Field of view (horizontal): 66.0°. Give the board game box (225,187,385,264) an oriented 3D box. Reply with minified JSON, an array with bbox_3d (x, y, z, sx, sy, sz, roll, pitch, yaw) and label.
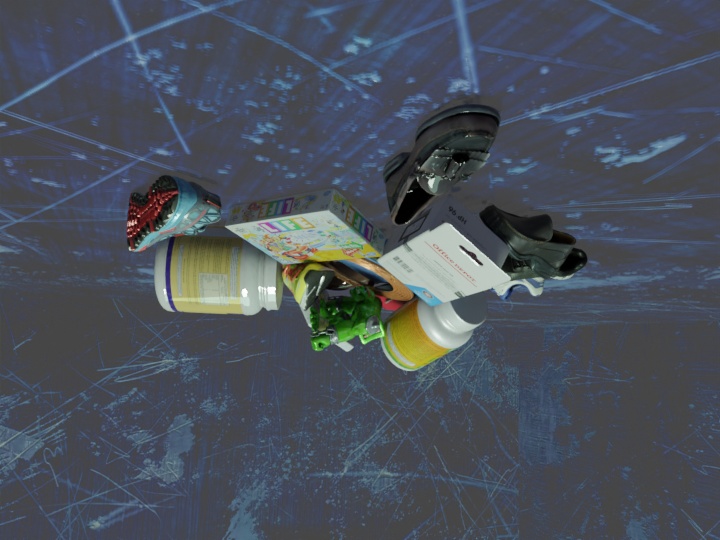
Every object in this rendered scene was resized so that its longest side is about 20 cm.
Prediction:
[{"bbox_3d":[-0.080,-0.057,0.799,0.196,0.035,0.134,-4,154,36],"label":"board game box"}]

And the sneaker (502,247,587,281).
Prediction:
[{"bbox_3d":[0.303,-0.019,0.962,0.194,0.068,0.091,0,169,-10],"label":"sneaker"}]

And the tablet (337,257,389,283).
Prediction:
[{"bbox_3d":[-0.014,-0.027,0.924,0.198,0.014,0.129,32,164,-28],"label":"tablet"}]

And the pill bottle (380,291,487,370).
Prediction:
[{"bbox_3d":[0.125,0.090,0.952,0.108,0.114,0.200,7,152,-28],"label":"pill bottle"}]

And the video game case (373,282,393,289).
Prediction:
[{"bbox_3d":[0.135,0.020,1.202,0.141,0.020,0.197,-11,180,44],"label":"video game case"}]

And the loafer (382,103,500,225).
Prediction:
[{"bbox_3d":[0.073,-0.092,0.534,0.070,0.065,0.200,5,171,-16],"label":"loafer"}]

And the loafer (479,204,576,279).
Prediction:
[{"bbox_3d":[0.238,-0.055,0.788,0.072,0.074,0.198,-45,140,22],"label":"loafer"}]

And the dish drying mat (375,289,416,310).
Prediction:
[{"bbox_3d":[0.123,0.060,1.037,0.195,0.019,0.077,5,153,27],"label":"dish drying mat"}]

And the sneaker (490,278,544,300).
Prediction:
[{"bbox_3d":[0.263,0.013,1.094,0.196,0.091,0.075,-2,173,34],"label":"sneaker"}]

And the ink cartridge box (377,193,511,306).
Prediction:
[{"bbox_3d":[0.118,-0.026,0.752,0.115,0.069,0.199,38,157,-11],"label":"ink cartridge box"}]

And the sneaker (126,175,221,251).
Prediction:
[{"bbox_3d":[-0.253,-0.066,0.752,0.094,0.082,0.197,7,171,-40],"label":"sneaker"}]

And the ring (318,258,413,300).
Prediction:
[{"bbox_3d":[0.000,0.000,0.935,0.196,0.020,0.201,24,166,6],"label":"ring"}]

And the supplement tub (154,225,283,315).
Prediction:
[{"bbox_3d":[-0.233,0.000,0.945,0.194,0.150,0.145,3,172,-2],"label":"supplement tub"}]

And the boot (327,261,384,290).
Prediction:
[{"bbox_3d":[0.020,-0.001,1.147,0.182,0.066,0.199,-9,179,-19],"label":"boot"}]

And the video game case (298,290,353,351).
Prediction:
[{"bbox_3d":[-0.091,0.061,1.135,0.023,0.184,0.200,-32,151,7],"label":"video game case"}]

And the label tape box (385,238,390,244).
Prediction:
[{"bbox_3d":[0.112,-0.018,0.965,0.141,0.065,0.199,-3,152,36],"label":"label tape box"}]

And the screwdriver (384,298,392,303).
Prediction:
[{"bbox_3d":[0.085,0.035,0.970,0.027,0.030,0.200,-16,164,-27],"label":"screwdriver"}]

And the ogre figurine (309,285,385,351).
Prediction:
[{"bbox_3d":[-0.019,0.083,0.979,0.117,0.101,0.200,-10,173,6],"label":"ogre figurine"}]

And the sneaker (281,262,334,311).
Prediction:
[{"bbox_3d":[-0.100,0.011,0.937,0.090,0.078,0.200,42,171,-1],"label":"sneaker"}]
